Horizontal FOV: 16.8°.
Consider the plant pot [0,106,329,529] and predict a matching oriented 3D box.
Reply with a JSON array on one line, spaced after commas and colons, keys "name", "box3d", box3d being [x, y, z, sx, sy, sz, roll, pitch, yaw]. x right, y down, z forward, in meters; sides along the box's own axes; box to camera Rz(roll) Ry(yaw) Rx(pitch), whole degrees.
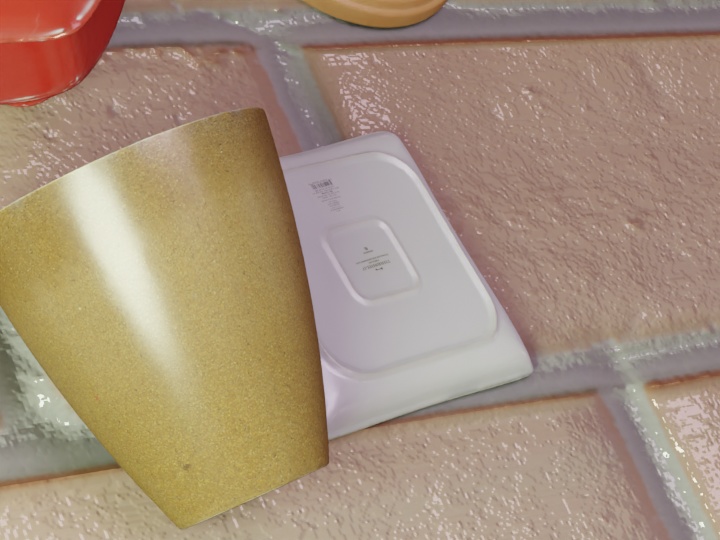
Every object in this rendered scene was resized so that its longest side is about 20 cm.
[{"name": "plant pot", "box3d": [-0.100, 0.037, 1.374, 0.186, 0.186, 0.200, -22, 87, -43]}]

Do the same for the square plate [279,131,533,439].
[{"name": "square plate", "box3d": [0.000, 0.000, 1.556, 0.200, 0.028, 0.198, -15, 68, -41]}]

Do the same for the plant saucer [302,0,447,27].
[{"name": "plant saucer", "box3d": [-0.009, -0.264, 1.743, 0.200, 0.037, 0.200, 18, 49, -22]}]

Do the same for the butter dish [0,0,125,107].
[{"name": "butter dish", "box3d": [-0.216, -0.161, 1.455, 0.200, 0.148, 0.200, 0, 47, 16]}]
